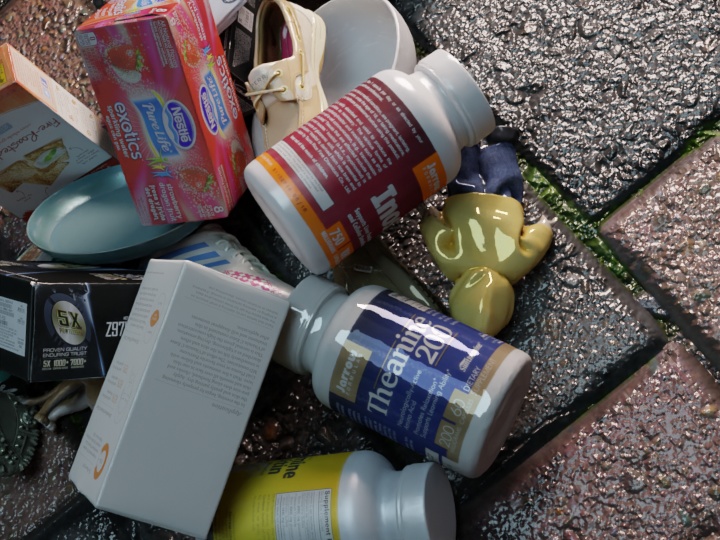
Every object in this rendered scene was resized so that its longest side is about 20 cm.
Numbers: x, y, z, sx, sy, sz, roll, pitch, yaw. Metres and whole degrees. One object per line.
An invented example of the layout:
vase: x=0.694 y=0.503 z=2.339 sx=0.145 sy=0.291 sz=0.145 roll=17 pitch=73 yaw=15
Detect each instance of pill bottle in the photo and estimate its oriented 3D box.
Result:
pill bottle: x=0.010 y=-0.096 z=0.989 sx=0.200 sy=0.113 sz=0.113 roll=-36 pitch=58 yaw=-6
pill bottle: x=0.031 y=0.079 z=0.960 sx=0.200 sy=0.111 sz=0.111 roll=24 pitch=80 yaw=19
pill bottle: x=-0.027 y=0.209 z=0.969 sx=0.199 sy=0.112 sz=0.112 roll=-10 pitch=65 yaw=20

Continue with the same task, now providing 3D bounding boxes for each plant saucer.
plant saucer: x=-0.233 y=-0.058 z=1.172 sx=0.199 sy=0.027 sz=0.200 roll=-9 pitch=29 yaw=5

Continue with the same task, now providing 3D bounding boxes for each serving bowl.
serving bowl: x=-0.017 y=-0.166 z=1.135 sx=0.200 sy=0.066 sz=0.201 roll=-25 pitch=51 yaw=36

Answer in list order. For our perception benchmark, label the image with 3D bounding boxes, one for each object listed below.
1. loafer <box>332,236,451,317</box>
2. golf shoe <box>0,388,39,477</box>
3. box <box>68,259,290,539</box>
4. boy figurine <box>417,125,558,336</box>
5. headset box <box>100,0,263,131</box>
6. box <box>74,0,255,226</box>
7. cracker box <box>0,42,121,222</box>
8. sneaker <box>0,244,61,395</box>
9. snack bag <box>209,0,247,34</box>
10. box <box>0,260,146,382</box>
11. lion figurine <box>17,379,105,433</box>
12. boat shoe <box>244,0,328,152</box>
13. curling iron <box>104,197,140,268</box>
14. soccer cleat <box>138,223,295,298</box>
loafer: x=0.000 y=0.000 z=1.065 sx=0.067 sy=0.076 sz=0.200 roll=-44 pitch=60 yaw=2
golf shoe: x=-0.395 y=0.141 z=1.203 sx=0.097 sy=0.078 sz=0.200 roll=-46 pitch=53 yaw=24
box: x=-0.151 y=0.100 z=0.959 sx=0.124 sy=0.097 sz=0.201 roll=3 pitch=72 yaw=67
boy figurine: x=0.113 y=-0.030 z=1.033 sx=0.124 sy=0.064 sz=0.201 roll=0 pitch=70 yaw=-3
headset box: x=-0.182 y=-0.218 z=1.217 sx=0.200 sy=0.077 sz=0.149 roll=-18 pitch=56 yaw=33
box: x=-0.175 y=-0.152 z=1.084 sx=0.095 sy=0.201 sz=0.100 roll=-5 pitch=29 yaw=18
cracker box: x=-0.353 y=-0.135 z=1.211 sx=0.134 sy=0.200 sz=0.058 roll=-27 pitch=61 yaw=12
sneaker: x=-0.337 y=0.041 z=1.211 sx=0.071 sy=0.080 sz=0.200 roll=-16 pitch=38 yaw=44
snack bag: x=-0.156 y=-0.303 z=1.173 sx=0.200 sy=0.021 sz=0.189 roll=-43 pitch=47 yaw=14
box: x=-0.269 y=0.041 z=1.077 sx=0.200 sy=0.163 sz=0.086 roll=9 pitch=96 yaw=50
lion figurine: x=-0.241 y=0.120 z=1.131 sx=0.200 sy=0.073 sz=0.123 roll=23 pitch=70 yaw=35
boat shoe: x=-0.076 y=-0.172 z=1.097 sx=0.074 sy=0.069 sz=0.201 roll=-28 pitch=50 yaw=35
curling iron: x=-0.242 y=0.008 z=1.202 sx=0.049 sy=0.026 sz=0.200 roll=-27 pitch=59 yaw=4
soccer cleat: x=-0.130 y=-0.003 z=1.130 sx=0.199 sy=0.070 sz=0.087 roll=11 pitch=73 yaw=28
